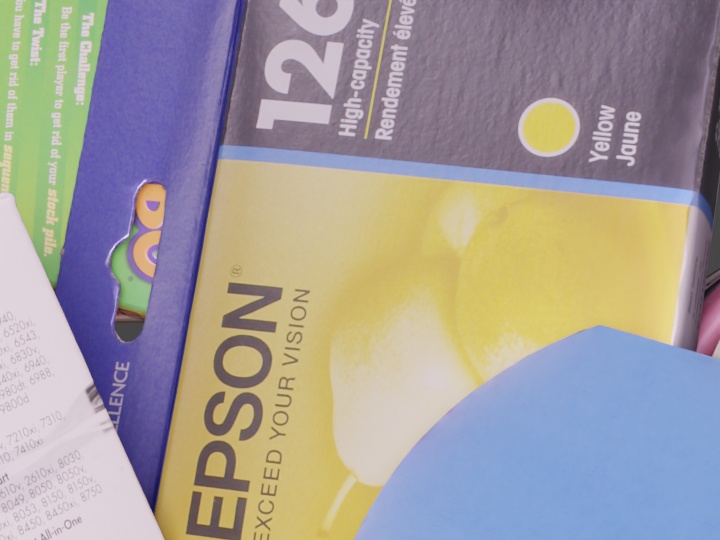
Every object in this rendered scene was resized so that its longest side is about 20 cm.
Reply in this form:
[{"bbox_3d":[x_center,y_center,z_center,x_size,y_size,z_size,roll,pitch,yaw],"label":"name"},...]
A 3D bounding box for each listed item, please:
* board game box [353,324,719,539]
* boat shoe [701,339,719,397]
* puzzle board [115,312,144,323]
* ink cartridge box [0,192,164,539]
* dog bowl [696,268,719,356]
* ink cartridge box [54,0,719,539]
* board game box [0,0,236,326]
[{"bbox_3d":[0.091,0.103,0.696,0.200,0.039,0.158,16,62,26],"label":"board game box"},{"bbox_3d":[0.148,0.002,0.731,0.072,0.068,0.200,31,114,19],"label":"boat shoe"},{"bbox_3d":[-0.004,-0.059,0.885,0.200,0.017,0.151,-1,74,3],"label":"puzzle board"},{"bbox_3d":[-0.128,0.054,0.773,0.068,0.116,0.200,-27,95,-42],"label":"ink cartridge box"},{"bbox_3d":[0.164,0.072,0.811,0.200,0.074,0.200,-1,74,3],"label":"dog bowl"},{"bbox_3d":[0.000,0.000,0.796,0.200,0.047,0.198,6,78,13],"label":"ink cartridge box"},{"bbox_3d":[-0.108,-0.046,0.867,0.200,0.030,0.096,16,82,16],"label":"board game box"}]
